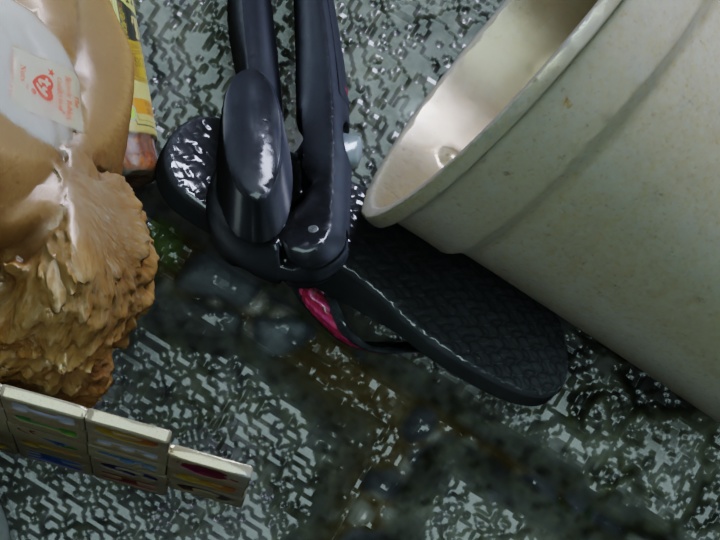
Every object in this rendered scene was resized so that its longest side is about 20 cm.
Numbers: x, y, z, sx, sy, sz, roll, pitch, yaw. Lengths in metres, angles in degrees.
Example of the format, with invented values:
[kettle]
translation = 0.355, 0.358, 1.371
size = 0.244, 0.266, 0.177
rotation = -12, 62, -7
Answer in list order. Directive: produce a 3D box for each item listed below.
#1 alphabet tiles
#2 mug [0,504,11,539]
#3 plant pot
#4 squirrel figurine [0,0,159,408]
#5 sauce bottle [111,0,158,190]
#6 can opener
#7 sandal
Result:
[alphabet tiles]
translation = -0.141, 0.062, 1.077
size = 0.199, 0.166, 0.006
rotation = 16, 77, -2
[mug]
translation = -0.229, 0.124, 1.063
size = 0.186, 0.153, 0.150
rotation = 20, 118, 9
[plant pot]
translation = 0.134, -0.040, 1.112
size = 0.183, 0.200, 0.201
rotation = 40, 81, -9
[squirrel figurine]
translation = -0.178, -0.018, 1.074
size = 0.186, 0.141, 0.201
rotation = -30, 91, 37
[sauce bottle]
translation = -0.132, -0.131, 1.157
size = 0.066, 0.066, 0.201
rotation = -9, 84, -5
[can opener]
translation = -0.029, -0.072, 1.125
size = 0.063, 0.079, 0.201
rotation = 8, 43, -6
[sandal]
translation = 0.000, 0.000, 1.154
size = 0.199, 0.045, 0.075
rotation = 29, 43, -1
